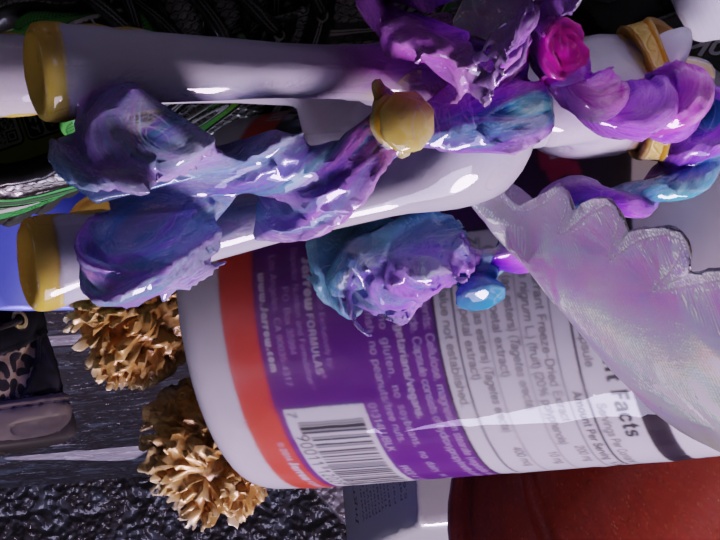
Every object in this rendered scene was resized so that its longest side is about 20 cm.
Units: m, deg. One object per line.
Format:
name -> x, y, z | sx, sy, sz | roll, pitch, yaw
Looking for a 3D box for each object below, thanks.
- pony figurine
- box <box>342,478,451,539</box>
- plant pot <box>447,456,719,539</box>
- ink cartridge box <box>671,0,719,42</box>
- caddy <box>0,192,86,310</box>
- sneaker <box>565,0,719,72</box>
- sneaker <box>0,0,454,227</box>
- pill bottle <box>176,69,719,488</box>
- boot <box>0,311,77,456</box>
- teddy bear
pony figurine -> 0.020, -0.037, 0.617 | 0.199, 0.167, 0.193 | -7, -175, -17
box -> 0.092, 0.009, 1.114 | 0.198, 0.201, 0.131 | -3, 169, -14
plant pot -> 0.154, 0.051, 0.913 | 0.200, 0.201, 0.195 | -1, 144, -22
ink cartridge box -> 0.152, -0.125, 0.627 | 0.199, 0.047, 0.160 | -6, 149, 20
caddy -> -0.098, -0.051, 0.950 | 0.200, 0.105, 0.141 | -1, -166, -26
sneaker -> 0.109, -0.102, 0.774 | 0.066, 0.091, 0.200 | -1, 170, -29
sneaker -> -0.057, -0.064, 0.811 | 0.200, 0.078, 0.085 | -27, -177, 1
pill bottle -> 0.058, 0.000, 0.770 | 0.199, 0.112, 0.111 | -6, 171, 19
boot -> -0.200, 0.000, 1.042 | 0.200, 0.151, 0.073 | 1, 170, -41
teddy bear -> 0.000, 0.000, 0.882 | 0.200, 0.145, 0.067 | -13, 171, -19
